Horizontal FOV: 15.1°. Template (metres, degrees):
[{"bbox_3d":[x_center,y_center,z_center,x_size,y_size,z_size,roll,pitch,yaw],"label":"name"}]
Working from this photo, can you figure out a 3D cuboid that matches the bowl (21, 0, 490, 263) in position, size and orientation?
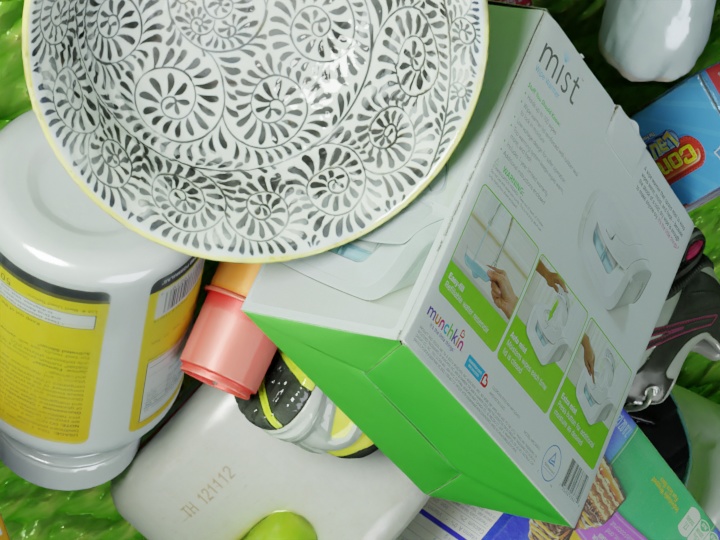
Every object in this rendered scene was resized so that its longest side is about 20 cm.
[{"bbox_3d":[-0.049,-0.112,1.192,0.200,0.094,0.201,-2,109,-7],"label":"bowl"}]

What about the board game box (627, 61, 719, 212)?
[{"bbox_3d":[0.188,-0.071,1.463,0.200,0.056,0.196,-27,176,-42],"label":"board game box"}]

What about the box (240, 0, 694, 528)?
[{"bbox_3d":[0.060,-0.003,1.284,0.200,0.097,0.177,47,60,-50],"label":"box"}]

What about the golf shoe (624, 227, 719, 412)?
[{"bbox_3d":[0.134,0.051,1.549,0.200,0.088,0.077,-31,-173,-23],"label":"golf shoe"}]

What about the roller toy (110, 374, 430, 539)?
[{"bbox_3d":[-0.040,0.086,1.448,0.183,0.140,0.200,-49,-175,-5],"label":"roller toy"}]

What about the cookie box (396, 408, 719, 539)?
[{"bbox_3d":[0.090,0.175,1.495,0.200,0.075,0.171,-49,132,-10],"label":"cookie box"}]

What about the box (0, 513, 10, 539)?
[{"bbox_3d":[-0.214,0.097,1.349,0.041,0.119,0.200,-26,150,-14],"label":"box"}]

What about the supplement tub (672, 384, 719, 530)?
[{"bbox_3d":[0.233,0.157,1.894,0.132,0.132,0.200,-42,150,14],"label":"supplement tub"}]

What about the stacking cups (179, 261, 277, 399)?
[{"bbox_3d":[-0.033,-0.037,1.304,0.200,0.060,0.060,-63,151,-7],"label":"stacking cups"}]

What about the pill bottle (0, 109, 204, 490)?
[{"bbox_3d":[-0.136,0.019,1.318,0.112,0.112,0.200,-19,148,-25],"label":"pill bottle"}]

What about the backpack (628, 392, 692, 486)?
[{"bbox_3d":[0.090,0.116,1.637,0.200,0.176,0.153,-35,175,-11],"label":"backpack"}]

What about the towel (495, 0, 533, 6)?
[{"bbox_3d":[0.035,-0.078,1.443,0.144,0.023,0.200,-29,149,-6],"label":"towel"}]

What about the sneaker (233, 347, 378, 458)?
[{"bbox_3d":[0.000,0.000,1.354,0.076,0.075,0.200,38,66,-38],"label":"sneaker"}]

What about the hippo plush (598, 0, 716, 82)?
[{"bbox_3d":[0.216,-0.171,1.296,0.160,0.160,0.200,14,148,-9],"label":"hippo plush"}]
